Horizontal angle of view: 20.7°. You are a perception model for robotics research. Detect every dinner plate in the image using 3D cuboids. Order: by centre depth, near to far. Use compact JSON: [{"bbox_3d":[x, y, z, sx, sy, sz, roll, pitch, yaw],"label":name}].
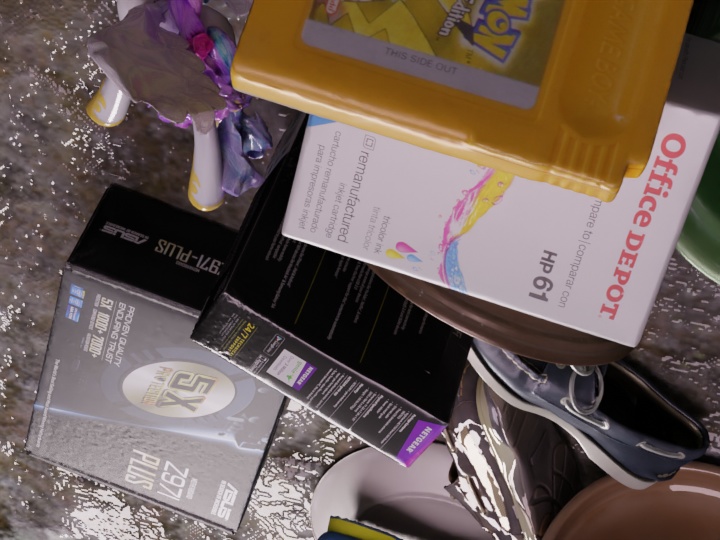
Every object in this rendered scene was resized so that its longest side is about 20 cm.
[{"bbox_3d":[0.057,0.204,1.441,0.199,0.024,0.201,11,132,12],"label":"dinner plate"}]

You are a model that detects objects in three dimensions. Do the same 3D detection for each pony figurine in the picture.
[{"bbox_3d":[-0.097,-0.133,1.111,0.193,0.166,0.200,40,149,30],"label":"pony figurine"}]

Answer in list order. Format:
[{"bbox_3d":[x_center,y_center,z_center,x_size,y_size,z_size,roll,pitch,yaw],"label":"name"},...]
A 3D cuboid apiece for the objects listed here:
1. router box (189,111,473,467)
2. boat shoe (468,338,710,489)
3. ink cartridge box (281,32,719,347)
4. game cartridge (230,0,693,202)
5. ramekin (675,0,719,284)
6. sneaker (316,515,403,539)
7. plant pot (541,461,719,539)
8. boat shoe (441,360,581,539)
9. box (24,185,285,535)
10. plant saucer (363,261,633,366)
[{"bbox_3d":[0.000,0.000,1.162,0.149,0.200,0.051,32,132,-9],"label":"router box"},{"bbox_3d":[0.141,0.070,1.260,0.200,0.075,0.062,41,132,-19],"label":"boat shoe"},{"bbox_3d":[0.076,-0.065,1.011,0.199,0.085,0.145,17,123,3],"label":"ink cartridge box"},{"bbox_3d":[0.058,-0.139,0.936,0.199,0.177,0.032,16,163,4],"label":"game cartridge"},{"bbox_3d":[0.256,-0.082,1.072,0.199,0.098,0.200,10,132,11],"label":"ramekin"},{"bbox_3d":[0.055,0.242,1.394,0.199,0.079,0.066,19,164,4],"label":"sneaker"},{"bbox_3d":[0.211,0.236,1.310,0.200,0.201,0.093,10,151,11],"label":"plant pot"},{"bbox_3d":[0.098,0.135,1.343,0.073,0.075,0.200,6,128,33],"label":"boat shoe"},{"bbox_3d":[-0.127,0.065,1.341,0.163,0.086,0.200,21,133,0],"label":"box"},{"bbox_3d":[0.077,-0.017,1.130,0.200,0.200,0.030,25,117,-3],"label":"plant saucer"}]
